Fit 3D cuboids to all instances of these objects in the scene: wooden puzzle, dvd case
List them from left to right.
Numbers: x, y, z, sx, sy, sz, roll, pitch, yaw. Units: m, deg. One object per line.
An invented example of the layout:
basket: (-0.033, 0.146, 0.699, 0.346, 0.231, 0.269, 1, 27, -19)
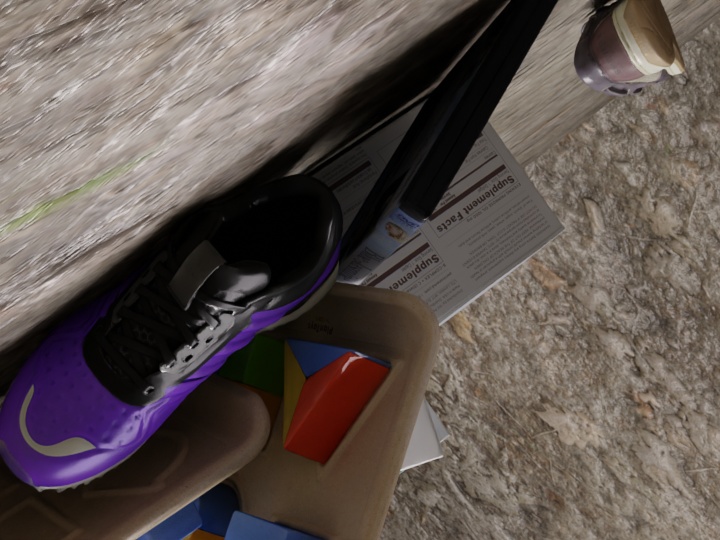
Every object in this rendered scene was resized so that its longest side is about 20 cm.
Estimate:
wooden puzzle: (-0.155, 0.121, 0.949, 0.199, 0.047, 0.185, -37, -154, -20)
wooden puzzle: (-0.049, 0.101, 0.948, 0.185, 0.046, 0.202, 7, -99, 56)
dvd case: (0.035, -0.061, 0.944, 0.143, 0.017, 0.200, -59, -175, -19)

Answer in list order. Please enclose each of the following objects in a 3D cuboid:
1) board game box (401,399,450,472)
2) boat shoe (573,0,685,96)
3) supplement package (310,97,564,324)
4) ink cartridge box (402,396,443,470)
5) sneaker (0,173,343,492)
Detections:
board game box: (-0.032, 0.105, 1.677, 0.134, 0.201, 0.034, -35, 178, -21)
boat shoe: (0.185, -0.158, 1.320, 0.064, 0.072, 0.200, -24, -176, 16)
supplement package: (0.000, 0.000, 1.142, 0.155, 0.111, 0.200, -35, 178, -27)
ink cartridge box: (-0.027, 0.082, 1.587, 0.124, 0.202, 0.129, -18, 175, -9)
sneaker: (-0.086, 0.018, 0.867, 0.200, 0.070, 0.100, -40, 173, -22)
